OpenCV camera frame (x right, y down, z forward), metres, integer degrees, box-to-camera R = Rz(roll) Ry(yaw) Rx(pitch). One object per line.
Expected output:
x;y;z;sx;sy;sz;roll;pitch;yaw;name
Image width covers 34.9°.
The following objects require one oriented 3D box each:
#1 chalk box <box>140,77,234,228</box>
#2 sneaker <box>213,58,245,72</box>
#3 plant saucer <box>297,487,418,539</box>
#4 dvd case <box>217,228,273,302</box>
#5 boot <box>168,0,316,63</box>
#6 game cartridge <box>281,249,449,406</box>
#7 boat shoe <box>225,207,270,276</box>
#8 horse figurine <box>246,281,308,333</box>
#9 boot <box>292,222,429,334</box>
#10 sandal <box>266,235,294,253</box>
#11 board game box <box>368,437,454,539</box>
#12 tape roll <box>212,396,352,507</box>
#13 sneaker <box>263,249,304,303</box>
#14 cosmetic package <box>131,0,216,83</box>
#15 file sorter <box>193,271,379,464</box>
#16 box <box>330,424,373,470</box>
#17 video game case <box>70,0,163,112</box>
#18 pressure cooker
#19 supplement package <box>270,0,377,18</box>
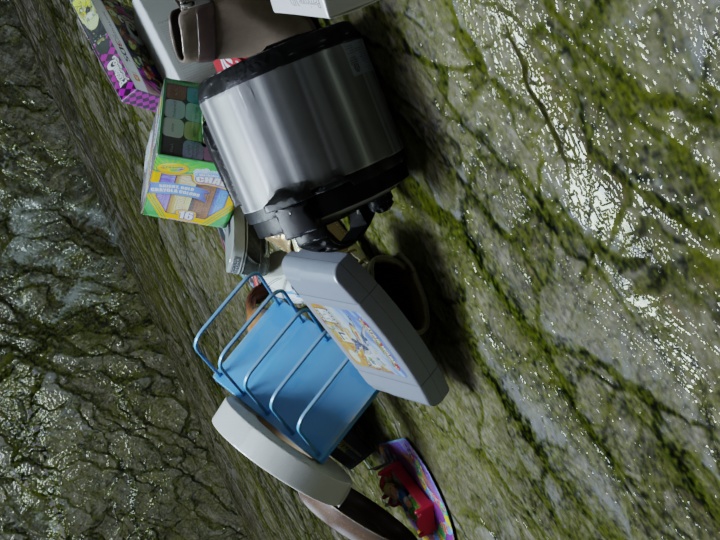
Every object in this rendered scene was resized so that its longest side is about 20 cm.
-0.212;-0.164;1.506;0.200;0.122;0.126;126;150;-58;chalk box
-0.133;-0.237;1.354;0.200;0.070;0.114;-164;55;-77;sneaker
-0.010;0.333;1.554;0.199;0.032;0.200;33;-179;-1;plant saucer
-0.193;-0.044;1.855;0.200;0.022;0.148;32;142;58;dvd case
-0.123;-0.248;1.190;0.070;0.145;0.202;27;139;59;boot
0.008;0.061;1.205;0.201;0.042;0.133;53;162;-24;game cartridge
-0.152;-0.073;1.592;0.071;0.063;0.202;118;156;-49;boat shoe
-0.102;0.092;1.584;0.201;0.132;0.050;52;126;19;horse figurine
0.000;0.000;1.274;0.201;0.072;0.155;57;162;5;boot
-0.096;-0.050;1.458;0.211;0.069;0.079;-147;60;-62;sandal
0.061;0.311;1.546;0.160;0.039;0.200;65;163;5;board game box
-0.100;0.233;1.481;0.202;0.037;0.203;34;178;1;tape roll
-0.068;0.014;1.519;0.072;0.072;0.199;39;168;-26;sneaker
-0.249;-0.305;1.602;0.202;0.073;0.102;63;163;15;cosmetic package
-0.092;0.115;1.446;0.199;0.139;0.123;33;165;28;file sorter
-0.072;0.180;1.657;0.201;0.051;0.158;54;-179;30;box
-0.317;-0.309;1.670;0.183;0.036;0.199;62;-160;15;video game case
-0.048;-0.117;1.098;0.178;0.174;0.202;-3;112;67;pressure cooker
-0.025;-0.310;0.874;0.121;0.119;0.202;28;139;61;supplement package
